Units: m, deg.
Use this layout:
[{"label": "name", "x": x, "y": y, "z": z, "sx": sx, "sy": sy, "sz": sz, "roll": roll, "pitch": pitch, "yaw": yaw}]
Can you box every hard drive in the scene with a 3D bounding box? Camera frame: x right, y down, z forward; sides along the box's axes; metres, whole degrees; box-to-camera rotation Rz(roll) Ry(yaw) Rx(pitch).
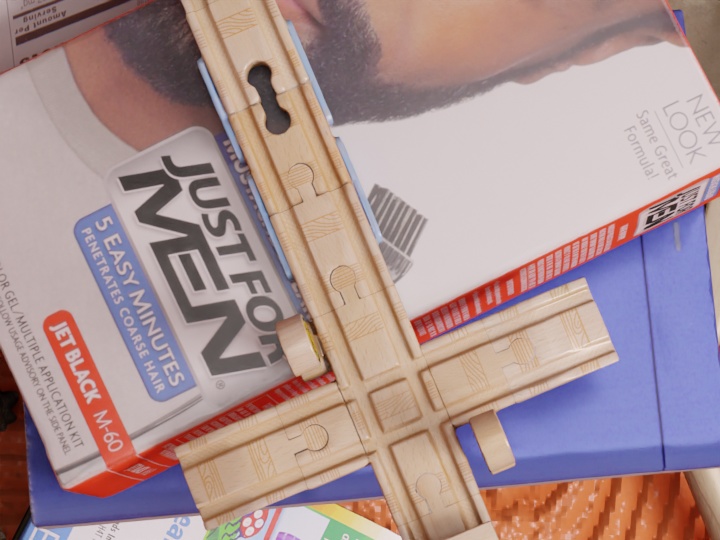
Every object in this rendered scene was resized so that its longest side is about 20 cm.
[{"label": "hard drive", "x": 0.000, "y": 0.000, "z": 0.693, "sx": 0.199, "sy": 0.025, "sz": 0.132, "roll": -5, "pitch": 83, "yaw": 3}]

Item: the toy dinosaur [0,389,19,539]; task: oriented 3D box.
[{"label": "toy dinosaur", "x": -0.134, "y": 0.033, "z": 0.726, "sx": 0.077, "sy": 0.200, "sz": 0.102, "roll": 2, "pitch": 130, "yaw": -1}]

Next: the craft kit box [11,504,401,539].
[{"label": "craft kit box", "x": -0.045, "y": 0.167, "z": 0.785, "sx": 0.197, "sy": 0.049, "sz": 0.200, "roll": 28, "pitch": 84, "yaw": -6}]

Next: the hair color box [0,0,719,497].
[{"label": "hair color box", "x": -0.010, "y": -0.031, "z": 0.652, "sx": 0.200, "sy": 0.064, "sz": 0.111, "roll": -27, "pitch": 82, "yaw": -1}]

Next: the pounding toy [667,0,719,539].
[{"label": "pounding toy", "x": 0.065, "y": -0.014, "z": 0.775, "sx": 0.199, "sy": 0.142, "sz": 0.185, "roll": 17, "pitch": 85, "yaw": 6}]

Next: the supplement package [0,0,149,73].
[{"label": "supplement package", "x": -0.117, "y": -0.159, "z": 0.668, "sx": 0.109, "sy": 0.114, "sz": 0.200, "roll": -25, "pitch": 130, "yaw": -30}]

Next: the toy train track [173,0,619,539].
[{"label": "toy train track", "x": -0.008, "y": -0.006, "z": 0.602, "sx": 0.114, "sy": 0.033, "sz": 0.200, "roll": -23, "pitch": 83, "yaw": 1}]
